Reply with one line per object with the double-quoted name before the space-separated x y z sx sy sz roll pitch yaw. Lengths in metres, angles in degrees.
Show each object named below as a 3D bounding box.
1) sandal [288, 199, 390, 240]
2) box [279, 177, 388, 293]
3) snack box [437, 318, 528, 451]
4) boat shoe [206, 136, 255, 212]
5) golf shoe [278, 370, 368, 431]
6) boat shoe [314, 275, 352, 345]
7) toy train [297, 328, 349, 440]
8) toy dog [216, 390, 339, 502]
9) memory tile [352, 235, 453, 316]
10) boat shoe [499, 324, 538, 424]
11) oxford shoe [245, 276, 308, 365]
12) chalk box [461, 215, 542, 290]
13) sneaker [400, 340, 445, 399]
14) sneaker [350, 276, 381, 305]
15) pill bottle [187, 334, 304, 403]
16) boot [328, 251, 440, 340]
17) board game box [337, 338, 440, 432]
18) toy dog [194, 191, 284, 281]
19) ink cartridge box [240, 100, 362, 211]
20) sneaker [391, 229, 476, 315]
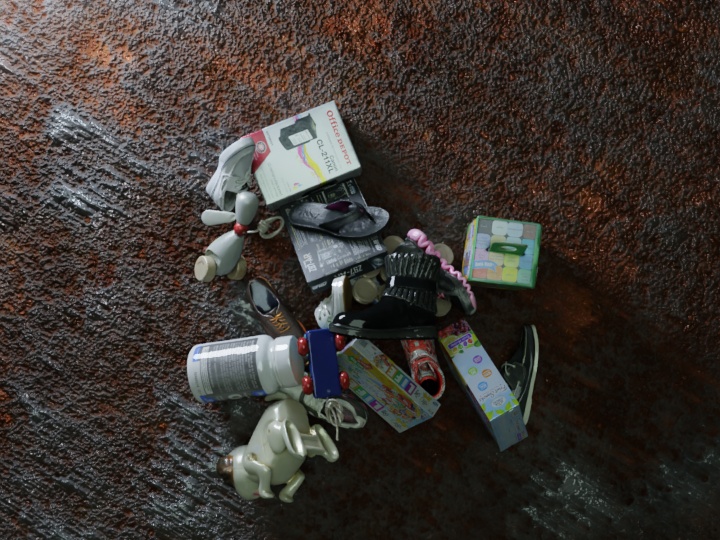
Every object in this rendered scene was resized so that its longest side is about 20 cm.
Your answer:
"sandal" -0.044 -0.100 1.655 0.200 0.048 0.076 5 57 18
"box" -0.051 -0.069 1.694 0.160 0.044 0.200 -23 54 -2
"snack box" 0.224 0.211 1.632 0.068 0.169 0.200 -28 58 -1
"boat shoe" -0.233 -0.178 1.681 0.073 0.200 0.065 -27 79 -30
"golf shoe" -0.077 0.247 1.706 0.199 0.088 0.077 22 89 2
"boat shoe" -0.054 0.085 1.673 0.069 0.200 0.071 10 46 7
"toy train" -0.072 0.209 1.641 0.084 0.116 0.201 -6 87 -14
"toy dog" -0.177 0.342 1.657 0.200 0.139 0.194 -43 65 18
"memory tile" 0.083 0.007 1.712 0.199 0.017 0.154 10 65 -14
"boat shoe" 0.302 0.201 1.717 0.067 0.072 0.201 11 89 -2
"oxford shoe" -0.161 0.101 1.719 0.071 0.073 0.200 -37 88 -3
"chalk box" 0.264 -0.030 1.665 0.124 0.200 0.124 8 88 1
"sneaker" 0.116 0.152 1.701 0.067 0.108 0.202 -14 87 -1
"sneaker" 0.000 0.000 1.726 0.200 0.075 0.088 36 83 -1
"pill bottle" -0.214 0.183 1.677 0.199 0.114 0.114 -9 87 12
"boot" 0.044 0.045 1.597 0.210 0.079 0.158 1 82 -16
"board game box" 0.039 0.215 1.675 0.200 0.134 0.034 42 57 -4
"toy dog" -0.254 -0.069 1.706 0.200 0.132 0.096 -50 52 8
"ink cartridge box" -0.113 -0.223 1.732 0.199 0.083 0.146 -23 86 -1
"sneaker" 0.133 0.019 1.674 0.095 0.079 0.200 -38 72 -13
